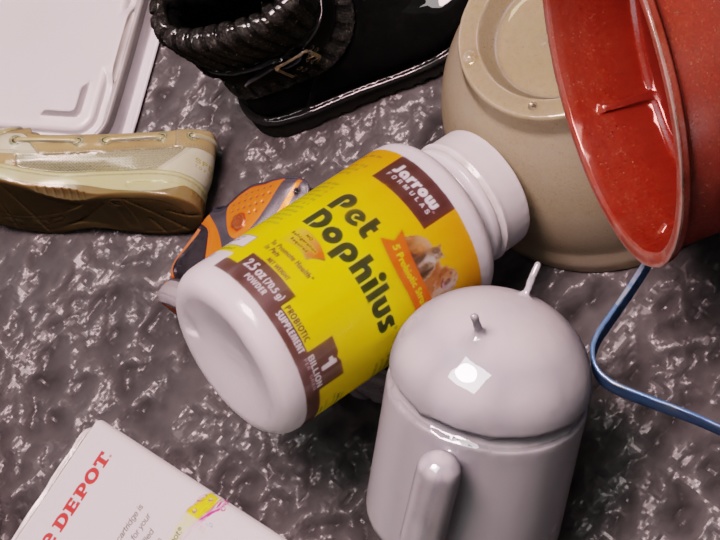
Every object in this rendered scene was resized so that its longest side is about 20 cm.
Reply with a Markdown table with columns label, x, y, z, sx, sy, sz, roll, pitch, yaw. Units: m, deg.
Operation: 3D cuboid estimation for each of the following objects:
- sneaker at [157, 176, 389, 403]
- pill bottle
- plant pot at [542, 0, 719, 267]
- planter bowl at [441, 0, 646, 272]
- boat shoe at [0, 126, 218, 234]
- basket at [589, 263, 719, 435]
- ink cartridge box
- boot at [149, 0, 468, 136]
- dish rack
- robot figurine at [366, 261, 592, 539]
| label | x | y | z | sx | sy | sz | roll | pitch | yaw |
| --- | --- | --- | --- | --- | --- | --- | --- | --- | --- |
| sneaker | -0.029 | 0.004 | 1.357 | 0.200 | 0.078 | 0.112 | 23 | 79 | 28 |
| pill bottle | 0.000 | 0.000 | 1.259 | 0.200 | 0.109 | 0.109 | -34 | 57 | -25 |
| plant pot | 0.219 | -0.123 | 1.142 | 0.195 | 0.201 | 0.201 | -15 | 61 | -9 |
| planter bowl | 0.133 | -0.117 | 1.313 | 0.199 | 0.135 | 0.201 | -8 | 64 | 18 |
| boat shoe | -0.194 | -0.068 | 1.459 | 0.200 | 0.073 | 0.063 | 3 | 63 | 20 |
| basket | 0.248 | 0.024 | 1.202 | 0.199 | 0.139 | 0.177 | 24 | 74 | 20 |
| ink cartridge box | -0.111 | 0.204 | 1.299 | 0.200 | 0.084 | 0.145 | 29 | 80 | 29 |
| boot | -0.015 | -0.171 | 1.380 | 0.211 | 0.158 | 0.080 | -30 | 60 | 7 |
| dish rack | -0.239 | -0.160 | 1.531 | 0.199 | 0.044 | 0.172 | 6 | 69 | 22 |
| robot figurine | 0.066 | 0.092 | 1.218 | 0.113 | 0.201 | 0.170 | 17 | 34 | 13 |
